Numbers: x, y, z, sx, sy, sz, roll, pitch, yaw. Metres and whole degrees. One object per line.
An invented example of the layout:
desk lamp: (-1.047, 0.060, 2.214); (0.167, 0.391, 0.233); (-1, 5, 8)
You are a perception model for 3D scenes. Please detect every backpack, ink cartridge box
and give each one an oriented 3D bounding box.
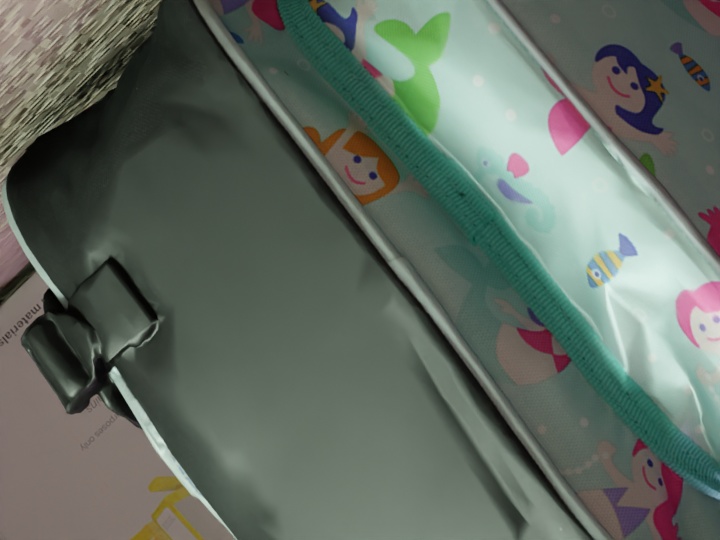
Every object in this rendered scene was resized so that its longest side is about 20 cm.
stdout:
backpack: (0.042, -0.010, 0.516); (0.150, 0.178, 0.200); (-43, 170, 26)
ink cartridge box: (-0.021, 0.073, 0.691); (0.125, 0.200, 0.129); (-44, 179, -2)
